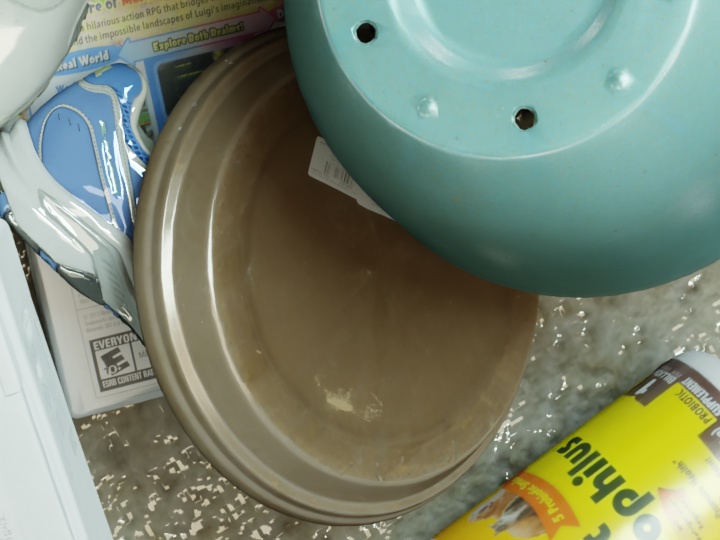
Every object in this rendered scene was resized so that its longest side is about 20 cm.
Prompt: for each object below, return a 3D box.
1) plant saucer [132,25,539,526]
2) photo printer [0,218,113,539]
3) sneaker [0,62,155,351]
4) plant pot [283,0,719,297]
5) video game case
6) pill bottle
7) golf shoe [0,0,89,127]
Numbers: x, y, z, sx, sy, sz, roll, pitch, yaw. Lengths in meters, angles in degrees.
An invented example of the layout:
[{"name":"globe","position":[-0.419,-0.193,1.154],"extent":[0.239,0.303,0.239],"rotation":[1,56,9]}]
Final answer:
[{"name":"plant saucer","position":[0.000,0.000,0.937],"extent":[0.200,0.029,0.200],"rotation":[5,82,-39]},{"name":"photo printer","position":[-0.210,0.077,0.914],"extent":[0.200,0.069,0.166],"rotation":[-14,115,4]},{"name":"sneaker","position":[-0.057,0.003,0.941],"extent":[0.077,0.076,0.200],"rotation":[-45,111,2]},{"name":"plant pot","position":[0.064,-0.093,0.815],"extent":[0.201,0.161,0.201],"rotation":[-1,87,14]},{"name":"video game case","position":[-0.045,-0.050,0.987],"extent":[0.200,0.024,0.182],"rotation":[-15,106,-13]},{"name":"pill bottle","position":[0.099,0.131,1.026],"extent":[0.200,0.109,0.109],"rotation":[-37,110,-7]},{"name":"golf shoe","position":[-0.117,-0.138,0.891],"extent":[0.078,0.097,0.200],"rotation":[30,84,-11]}]
